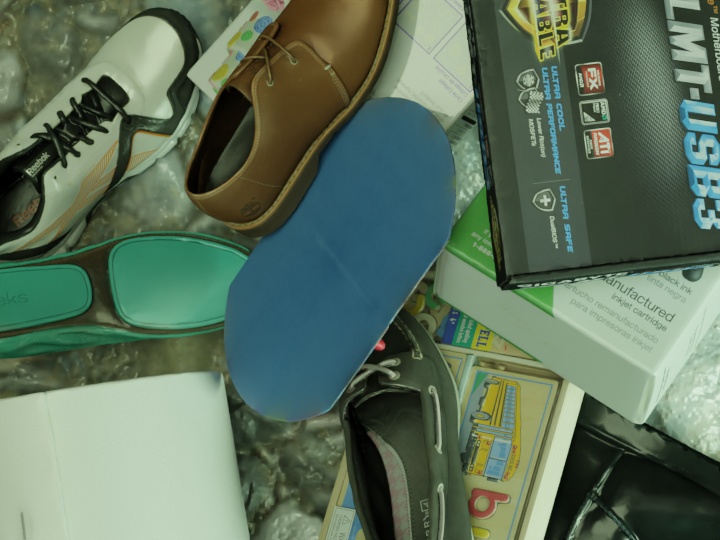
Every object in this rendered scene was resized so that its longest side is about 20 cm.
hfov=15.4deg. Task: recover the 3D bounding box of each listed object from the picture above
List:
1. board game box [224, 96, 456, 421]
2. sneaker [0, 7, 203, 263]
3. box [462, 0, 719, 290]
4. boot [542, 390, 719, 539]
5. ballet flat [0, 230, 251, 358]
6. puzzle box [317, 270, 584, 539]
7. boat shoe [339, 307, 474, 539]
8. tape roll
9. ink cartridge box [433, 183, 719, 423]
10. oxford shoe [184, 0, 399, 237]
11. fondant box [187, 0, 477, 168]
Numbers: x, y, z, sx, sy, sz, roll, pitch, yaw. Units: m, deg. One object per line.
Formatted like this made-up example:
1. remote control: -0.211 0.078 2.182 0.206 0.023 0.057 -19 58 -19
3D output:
1. board game box: 0.000 0.000 1.537 0.200 0.039 0.158 -56 35 12
2. sneaker: -0.170 -0.078 1.644 0.074 0.080 0.200 38 94 14
3. box: 0.162 -0.098 1.455 0.198 0.050 0.200 -6 84 -3
4. boot: 0.158 0.176 1.558 0.198 0.073 0.162 28 91 20
5. ballet flat: -0.157 0.016 1.635 0.200 0.070 0.067 -6 79 -8
6. puzzle box: 0.057 0.102 1.569 0.133 0.025 0.200 9 76 29
7. boat shoe: 0.023 0.100 1.538 0.067 0.057 0.200 -22 63 18
8. tape roll: -0.169 0.144 1.570 0.203 0.203 0.139 -10 86 12
9. ink cartridge box: 0.157 -0.038 1.526 0.147 0.083 0.200 32 70 12
10. oxford shoe: -0.039 -0.117 1.554 0.071 0.071 0.200 27 92 36
11. fondant box: 0.016 -0.141 1.614 0.144 0.058 0.200 44 96 11
